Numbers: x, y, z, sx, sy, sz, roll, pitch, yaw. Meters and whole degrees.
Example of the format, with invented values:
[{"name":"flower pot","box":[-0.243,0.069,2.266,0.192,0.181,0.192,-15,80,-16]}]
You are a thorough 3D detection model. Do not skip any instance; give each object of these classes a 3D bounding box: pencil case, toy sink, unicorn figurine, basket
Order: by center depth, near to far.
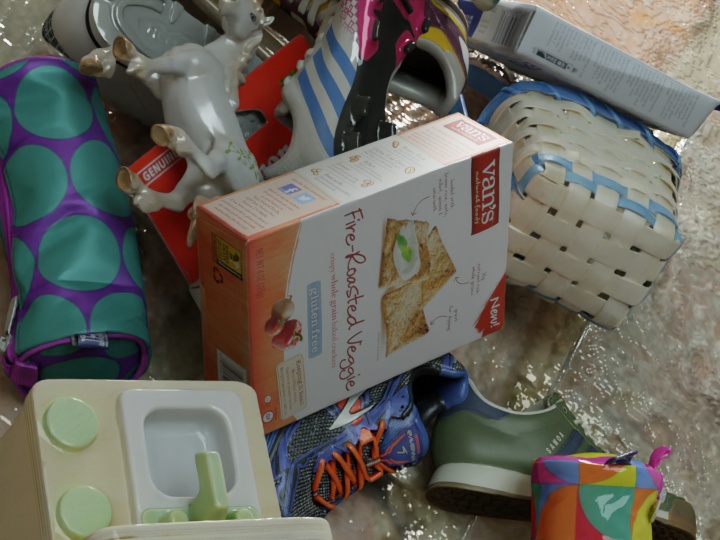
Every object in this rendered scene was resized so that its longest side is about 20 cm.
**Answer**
[{"name":"toy sink","box":[-0.120,0.126,0.898,0.129,0.200,0.113,1,62,-29]},{"name":"pencil case","box":[-0.184,-0.026,1.027,0.092,0.085,0.201,1,62,-32]},{"name":"pencil case","box":[0.144,0.206,1.045,0.088,0.088,0.202,7,84,-28]},{"name":"unicorn figurine","box":[-0.099,-0.105,1.046,0.137,0.073,0.202,5,75,-51]},{"name":"basket","box":[0.137,-0.065,1.217,0.175,0.139,0.201,25,34,-15]}]

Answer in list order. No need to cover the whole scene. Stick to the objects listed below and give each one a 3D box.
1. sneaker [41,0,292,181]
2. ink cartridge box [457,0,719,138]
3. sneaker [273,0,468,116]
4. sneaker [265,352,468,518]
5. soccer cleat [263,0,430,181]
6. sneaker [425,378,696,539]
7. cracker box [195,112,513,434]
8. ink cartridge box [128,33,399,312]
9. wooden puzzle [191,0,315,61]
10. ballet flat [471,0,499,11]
[{"name":"sneaker","box":[-0.119,-0.118,1.134,0.200,0.080,0.077,42,53,-29]},{"name":"ink cartridge box","box":[0.176,-0.142,1.264,0.199,0.200,0.041,23,96,-15]},{"name":"sneaker","box":[-0.008,-0.180,1.168,0.199,0.075,0.091,25,39,-20]},{"name":"sneaker","box":[0.000,0.099,1.051,0.078,0.076,0.200,15,44,28]},{"name":"soccer cleat","box":[-0.013,-0.132,1.095,0.070,0.086,0.201,48,47,-44]},{"name":"sneaker","box":[0.137,0.124,1.140,0.199,0.067,0.091,14,62,-20]},{"name":"cracker box","box":[0.000,0.000,1.023,0.199,0.135,0.058,-23,37,-32]},{"name":"ink cartridge box","box":[-0.040,-0.040,1.112,0.200,0.043,0.174,-44,114,-41]},{"name":"wooden puzzle","box":[-0.056,-0.213,1.248,0.185,0.046,0.200,42,45,-3]},{"name":"ballet flat","box":[0.049,-0.249,1.221,0.069,0.070,0.200,-8,41,-34]}]
